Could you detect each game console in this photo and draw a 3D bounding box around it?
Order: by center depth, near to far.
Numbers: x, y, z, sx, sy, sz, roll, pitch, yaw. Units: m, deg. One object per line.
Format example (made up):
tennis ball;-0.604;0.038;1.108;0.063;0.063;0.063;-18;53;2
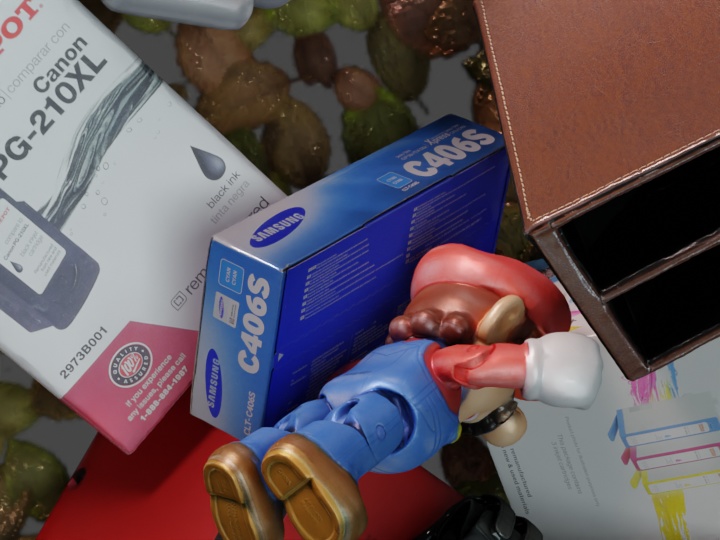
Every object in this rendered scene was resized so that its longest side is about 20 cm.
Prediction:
game console;-0.064;0.164;0.971;0.172;0.119;0.201;36;68;-18

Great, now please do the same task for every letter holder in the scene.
letter holder;0.146;-0.073;0.926;0.142;0.200;0.101;-28;124;15

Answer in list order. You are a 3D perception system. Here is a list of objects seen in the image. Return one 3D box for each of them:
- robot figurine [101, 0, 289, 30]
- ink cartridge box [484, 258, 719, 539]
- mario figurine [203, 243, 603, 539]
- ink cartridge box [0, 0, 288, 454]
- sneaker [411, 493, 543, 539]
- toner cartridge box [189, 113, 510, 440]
robot figurine;-0.084;-0.186;0.928;0.199;0.113;0.170;11;58;-21
ink cartridge box;0.173;0.054;1.009;0.199;0.129;0.126;-14;108;24
mario figurine;0.031;0.070;0.893;0.200;0.123;0.106;-34;140;-39
ink cartridge box;-0.143;-0.036;0.954;0.200;0.084;0.145;43;84;-22
sneaker;0.097;0.142;0.934;0.199;0.071;0.100;-20;96;-12
toner cartridge box;0.000;0.000;0.963;0.200;0.043;0.095;-30;136;-50
